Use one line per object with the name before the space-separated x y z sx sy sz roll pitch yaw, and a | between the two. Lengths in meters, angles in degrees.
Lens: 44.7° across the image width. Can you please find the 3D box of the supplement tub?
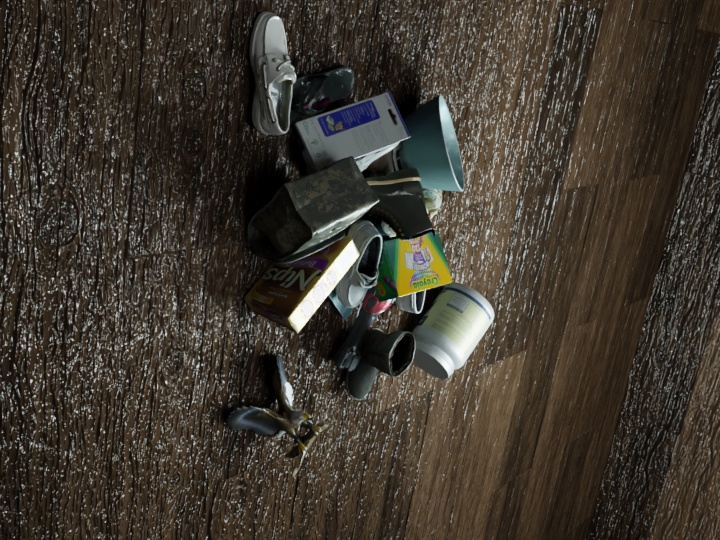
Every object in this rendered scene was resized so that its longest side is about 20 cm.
supplement tub | 0.213 0.145 2.100 0.200 0.145 0.145 -52 142 -21

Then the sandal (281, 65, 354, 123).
sandal | -0.075 -0.316 1.556 0.200 0.048 0.075 -35 132 -36

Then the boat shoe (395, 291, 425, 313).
boat shoe | 0.130 0.001 1.980 0.072 0.068 0.200 1 107 -53

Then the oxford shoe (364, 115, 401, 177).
oxford shoe | 0.032 -0.207 1.753 0.084 0.073 0.200 -21 122 -27

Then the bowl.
bowl | 0.138 -0.247 1.788 0.201 0.105 0.201 -13 90 -75

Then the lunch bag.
lunch bag | -0.093 -0.093 1.543 0.164 0.200 0.118 -28 86 -37

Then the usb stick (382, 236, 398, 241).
usb stick | 0.034 -0.050 1.856 0.200 0.033 0.056 -12 118 -50

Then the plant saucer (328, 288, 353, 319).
plant saucer | -0.053 0.021 1.792 0.070 0.019 0.200 -55 142 -19

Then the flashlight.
flashlight | 0.009 0.117 1.877 0.068 0.068 0.200 22 99 -22

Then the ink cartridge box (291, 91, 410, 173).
ink cartridge box | -0.016 -0.248 1.588 0.200 0.039 0.100 -22 85 -22

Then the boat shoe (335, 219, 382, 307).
boat shoe | 0.001 -0.001 1.755 0.070 0.072 0.201 -11 126 -32

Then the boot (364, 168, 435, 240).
boot | 0.039 -0.108 1.686 0.200 0.138 0.077 -17 168 -7

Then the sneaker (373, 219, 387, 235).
sneaker | 0.082 -0.139 1.857 0.200 0.073 0.082 -41 120 -40

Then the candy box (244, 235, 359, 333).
candy box | -0.107 0.010 1.628 0.200 0.117 0.056 -53 143 -21

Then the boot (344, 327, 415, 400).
boot | 0.043 0.205 1.862 0.072 0.200 0.182 15 89 -25

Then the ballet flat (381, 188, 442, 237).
ballet flat | 0.123 -0.124 1.802 0.200 0.064 0.076 -39 113 -39

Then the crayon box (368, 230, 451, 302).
crayon box | 0.103 -0.010 1.850 0.200 0.058 0.119 -13 87 -50

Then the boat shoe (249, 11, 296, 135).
boat shoe | -0.136 -0.323 1.447 0.071 0.069 0.200 -18 114 -45

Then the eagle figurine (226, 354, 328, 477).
eagle figurine | -0.156 0.278 1.726 0.200 0.151 0.152 46 23 -22

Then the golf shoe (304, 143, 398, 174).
golf shoe | -0.016 -0.214 1.661 0.200 0.078 0.097 -22 146 -20
